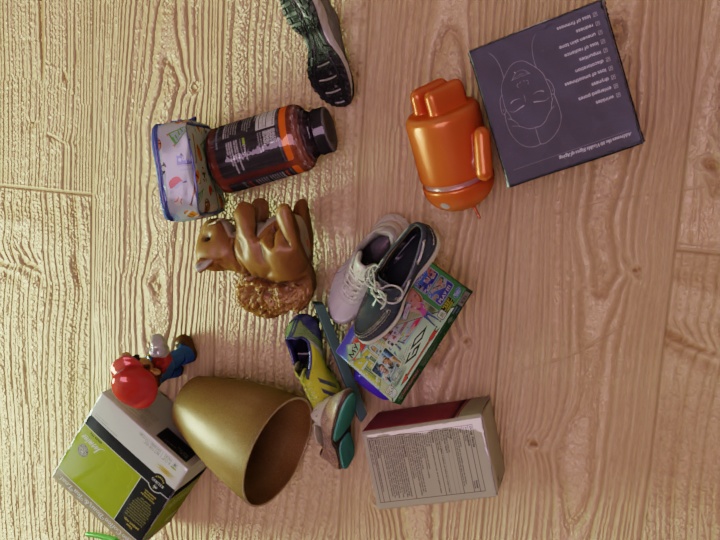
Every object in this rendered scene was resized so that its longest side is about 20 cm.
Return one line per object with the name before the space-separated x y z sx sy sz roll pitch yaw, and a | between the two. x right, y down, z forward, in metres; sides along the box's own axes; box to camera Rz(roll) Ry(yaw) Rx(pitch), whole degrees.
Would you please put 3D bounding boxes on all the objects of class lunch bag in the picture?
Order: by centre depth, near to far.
lunch bag | -0.271 -0.161 1.418 0.074 0.200 0.164 -9 95 3

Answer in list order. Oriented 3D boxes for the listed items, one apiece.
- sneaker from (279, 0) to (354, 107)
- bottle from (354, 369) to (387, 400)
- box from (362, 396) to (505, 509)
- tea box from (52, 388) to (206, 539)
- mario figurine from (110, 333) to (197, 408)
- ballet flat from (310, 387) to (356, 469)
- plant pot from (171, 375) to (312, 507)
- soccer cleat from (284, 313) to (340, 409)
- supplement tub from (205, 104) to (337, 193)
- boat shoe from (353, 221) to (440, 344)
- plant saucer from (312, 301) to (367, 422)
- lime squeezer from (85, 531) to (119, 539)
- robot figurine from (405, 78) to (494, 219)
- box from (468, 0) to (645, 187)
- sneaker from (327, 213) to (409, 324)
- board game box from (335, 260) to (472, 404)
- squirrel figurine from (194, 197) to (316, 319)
sneaker | -0.051 -0.352 1.385 0.073 0.079 0.204 -7 114 34
bottle | 0.063 0.102 1.420 0.083 0.065 0.203 32 106 15
box | 0.116 0.285 1.410 0.195 0.109 0.131 -11 95 17
tea box | -0.387 0.329 1.555 0.199 0.133 0.198 39 106 8
mario figurine | -0.352 0.150 1.482 0.104 0.200 0.127 13 102 13
ballet flat | -0.047 0.249 1.437 0.066 0.068 0.203 25 138 22
plant pot | -0.210 0.258 1.481 0.197 0.185 0.191 21 104 26
soccer cleat | -0.081 0.167 1.445 0.063 0.084 0.204 -3 118 24
supplement tub | -0.137 -0.196 1.414 0.195 0.107 0.110 -13 95 15
boat shoe | 0.046 0.018 1.332 0.075 0.062 0.201 43 100 31
plant saucer | -0.033 0.144 1.456 0.019 0.070 0.204 -22 94 -5
lime squeezer | -0.420 0.520 1.652 0.198 0.038 0.071 34 137 9
robot figurine | 0.134 -0.175 1.318 0.141 0.117 0.204 -7 115 24
box | 0.278 -0.245 1.273 0.196 0.124 0.201 -17 92 17
sneaker | 0.000 0.000 1.406 0.077 0.099 0.202 34 106 9
board game box | 0.064 0.079 1.360 0.134 0.029 0.202 36 97 32
squirrel figurine | -0.168 -0.011 1.430 0.182 0.142 0.205 -9 103 10
